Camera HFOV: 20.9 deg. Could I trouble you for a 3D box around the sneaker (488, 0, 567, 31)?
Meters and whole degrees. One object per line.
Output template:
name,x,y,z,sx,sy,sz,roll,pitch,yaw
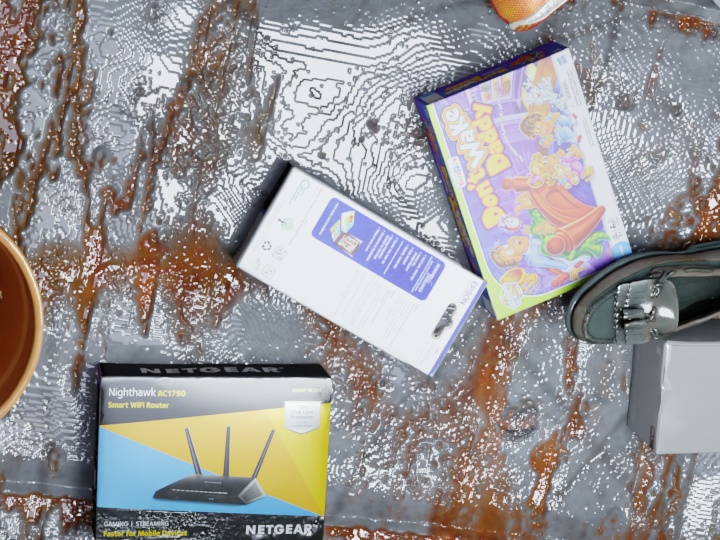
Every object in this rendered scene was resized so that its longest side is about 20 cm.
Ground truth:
sneaker,0.187,-0.284,1.625,0.199,0.073,0.077,-39,98,-4

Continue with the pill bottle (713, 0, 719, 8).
pill bottle,0.377,-0.302,1.640,0.200,0.114,0.114,-40,108,-1

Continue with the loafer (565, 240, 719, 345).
loafer,0.270,0.021,1.688,0.198,0.063,0.073,-17,121,-29

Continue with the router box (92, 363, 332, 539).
router box,-0.128,0.157,1.666,0.198,0.051,0.151,0,102,-13

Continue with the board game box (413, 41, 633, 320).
board game box,0.142,-0.076,1.676,0.133,0.045,0.202,-22,107,-7

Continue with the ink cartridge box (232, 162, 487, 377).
ink cartridge box,0.000,0.000,1.660,0.199,0.039,0.100,31,94,-12

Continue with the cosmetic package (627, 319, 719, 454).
cosmetic package,0.345,0.102,1.746,0.198,0.090,0.108,3,103,-10

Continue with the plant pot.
plant pot,-0.354,0.027,1.538,0.198,0.140,0.202,-3,104,-13
